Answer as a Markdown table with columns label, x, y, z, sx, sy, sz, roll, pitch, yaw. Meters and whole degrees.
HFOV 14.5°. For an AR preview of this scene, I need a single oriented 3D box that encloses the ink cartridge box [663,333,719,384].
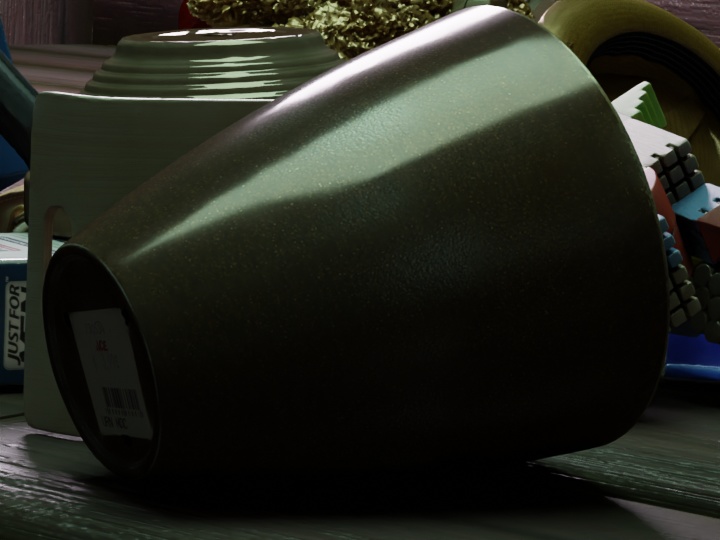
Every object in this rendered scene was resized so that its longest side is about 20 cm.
| label | x | y | z | sx | sy | sz | roll | pitch | yaw |
| --- | --- | --- | --- | --- | --- | --- | --- | --- | --- |
| ink cartridge box | 0.211 | 0.029 | 1.491 | 0.099 | 0.039 | 0.200 | 5 | 8 | 6 |

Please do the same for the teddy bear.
| label | x | y | z | sx | sy | sz | roll | pitch | yaw |
| --- | --- | --- | --- | --- | --- | --- | --- | --- | --- |
| teddy bear | 0.002 | -0.133 | 1.527 | 0.200 | 0.067 | 0.145 | 12 | 46 | -2 |

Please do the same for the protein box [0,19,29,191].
| label | x | y | z | sx | sy | sz | roll | pitch | yaw |
| --- | --- | --- | --- | --- | --- | --- | --- | --- | --- |
| protein box | -0.306 | -0.118 | 1.516 | 0.198 | 0.200 | 0.135 | -14 | -3 | -26 |

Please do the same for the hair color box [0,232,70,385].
| label | x | y | z | sx | sy | sz | roll | pitch | yaw |
| --- | --- | --- | --- | --- | --- | --- | --- | --- | --- |
| hair color box | -0.109 | 0.016 | 1.358 | 0.200 | 0.061 | 0.100 | -1 | 8 | -32 |

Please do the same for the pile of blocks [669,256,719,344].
| label | x | y | z | sx | sy | sz | roll | pitch | yaw |
| --- | --- | --- | --- | --- | --- | --- | --- | --- | --- |
| pile of blocks | 0.206 | 0.013 | 1.355 | 0.062 | 0.082 | 0.200 | 11 | 11 | -40 |

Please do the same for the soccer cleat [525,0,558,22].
| label | x | y | z | sx | sy | sz | roll | pitch | yaw |
| --- | --- | --- | --- | --- | --- | --- | --- | --- | --- |
| soccer cleat | 0.070 | -0.128 | 1.613 | 0.069 | 0.200 | 0.078 | 23 | 15 | 24 |

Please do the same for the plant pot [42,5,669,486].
| label | x | y | z | sx | sy | sz | roll | pitch | yaw |
| --- | --- | --- | --- | --- | --- | --- | --- | --- | --- |
| plant pot | -0.015 | 0.010 | 1.104 | 0.200 | 0.187 | 0.187 | -18 | 17 | -29 |

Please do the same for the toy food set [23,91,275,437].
| label | x | y | z | sx | sy | sz | roll | pitch | yaw |
| --- | --- | --- | --- | --- | --- | --- | --- | --- | --- |
| toy food set | -0.054 | -0.006 | 1.230 | 0.200 | 0.144 | 0.060 | -2 | 10 | -35 |

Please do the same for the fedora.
| label | x | y | z | sx | sy | sz | roll | pitch | yaw |
| --- | --- | --- | --- | --- | --- | --- | --- | --- | --- |
| fedora | 0.147 | -0.059 | 1.545 | 0.201 | 0.201 | 0.082 | -4 | -27 | -44 |

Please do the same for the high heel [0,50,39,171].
| label | x | y | z | sx | sy | sz | roll | pitch | yaw |
| --- | --- | --- | --- | --- | --- | --- | --- | --- | --- |
| high heel | -0.256 | -0.063 | 1.416 | 0.200 | 0.143 | 0.071 | -43 | 2 | -31 |

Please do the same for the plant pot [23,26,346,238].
| label | x | y | z | sx | sy | sz | roll | pitch | yaw |
| --- | --- | --- | --- | --- | --- | --- | --- | --- | --- |
| plant pot | -0.069 | -0.072 | 1.402 | 0.201 | 0.093 | 0.201 | -3 | 9 | 0 |

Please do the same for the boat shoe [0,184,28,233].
| label | x | y | z | sx | sy | sz | roll | pitch | yaw |
| --- | --- | --- | --- | --- | --- | --- | --- | --- | --- |
| boat shoe | -0.156 | -0.012 | 1.503 | 0.069 | 0.074 | 0.200 | 5 | 5 | -40 |

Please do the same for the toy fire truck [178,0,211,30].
| label | x | y | z | sx | sy | sz | roll | pitch | yaw |
| --- | --- | --- | --- | --- | --- | --- | --- | --- | --- |
| toy fire truck | -0.044 | -0.078 | 1.687 | 0.168 | 0.112 | 0.200 | 12 | -37 | -25 |

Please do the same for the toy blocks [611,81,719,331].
| label | x | y | z | sx | sy | sz | roll | pitch | yaw |
| --- | --- | --- | --- | --- | --- | --- | --- | --- | --- |
| toy blocks | 0.101 | -0.004 | 1.320 | 0.200 | 0.100 | 0.137 | -33 | 27 | -16 |
